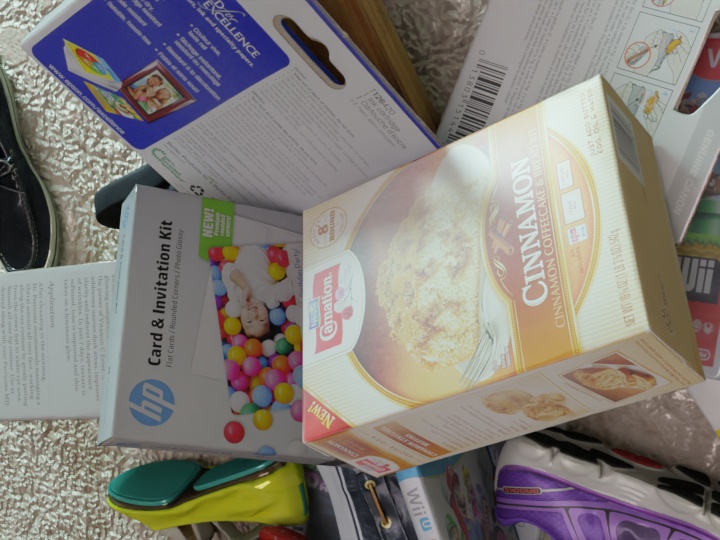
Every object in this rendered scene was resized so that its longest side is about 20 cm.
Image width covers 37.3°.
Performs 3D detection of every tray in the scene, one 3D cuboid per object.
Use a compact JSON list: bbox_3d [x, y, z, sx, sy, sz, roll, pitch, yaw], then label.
[{"bbox_3d":[-0.010,-0.106,0.695,0.098,0.037,0.200,-12,130,26],"label":"tray"}]

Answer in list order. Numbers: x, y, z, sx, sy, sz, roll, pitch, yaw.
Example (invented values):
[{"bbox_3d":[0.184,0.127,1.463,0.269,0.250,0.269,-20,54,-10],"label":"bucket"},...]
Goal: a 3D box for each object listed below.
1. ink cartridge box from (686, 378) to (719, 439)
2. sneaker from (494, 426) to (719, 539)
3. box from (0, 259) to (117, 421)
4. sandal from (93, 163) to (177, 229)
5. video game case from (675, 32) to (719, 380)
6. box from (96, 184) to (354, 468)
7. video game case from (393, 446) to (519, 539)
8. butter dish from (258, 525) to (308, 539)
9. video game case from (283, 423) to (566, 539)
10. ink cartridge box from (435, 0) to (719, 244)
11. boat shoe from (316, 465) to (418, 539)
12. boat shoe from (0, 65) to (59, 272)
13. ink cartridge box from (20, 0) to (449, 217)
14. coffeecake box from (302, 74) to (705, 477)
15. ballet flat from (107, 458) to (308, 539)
[{"bbox_3d":[0.262,0.060,0.635,0.116,0.067,0.200,-37,81,25],"label":"ink cartridge box"},{"bbox_3d":[0.181,0.165,0.679,0.199,0.081,0.084,18,101,21],"label":"sneaker"},{"bbox_3d":[-0.168,0.051,0.783,0.199,0.152,0.107,-6,85,25],"label":"box"},{"bbox_3d":[-0.117,-0.068,0.792,0.200,0.076,0.043,-28,65,36],"label":"sandal"},{"bbox_3d":[0.169,-0.044,0.649,0.143,0.017,0.201,9,88,38],"label":"video game case"},{"bbox_3d":[-0.055,0.040,0.671,0.041,0.199,0.157,146,130,-60],"label":"box"},{"bbox_3d":[0.081,0.195,0.675,0.018,0.143,0.201,-19,90,21],"label":"video game case"},{"bbox_3d":[-0.078,0.253,0.754,0.199,0.200,0.148,23,82,20],"label":"butter dish"},{"bbox_3d":[0.039,0.155,0.780,0.199,0.023,0.183,15,103,23],"label":"video game case"},{"bbox_3d":[0.155,-0.134,0.635,0.176,0.045,0.201,27,99,32],"label":"ink cartridge box"},{"bbox_3d":[0.024,0.133,0.738,0.091,0.071,0.201,-13,97,22],"label":"boat shoe"},{"bbox_3d":[-0.308,-0.082,0.886,0.074,0.062,0.201,-15,92,24],"label":"boat shoe"},{"bbox_3d":[-0.073,-0.114,0.642,0.200,0.047,0.198,-20,126,39],"label":"ink cartridge box"},{"bbox_3d":[0.066,0.009,0.582,0.200,0.073,0.154,-23,53,29],"label":"coffeecake box"},{"bbox_3d":[-0.119,0.183,0.829,0.199,0.067,0.067,-16,105,35],"label":"ballet flat"}]
